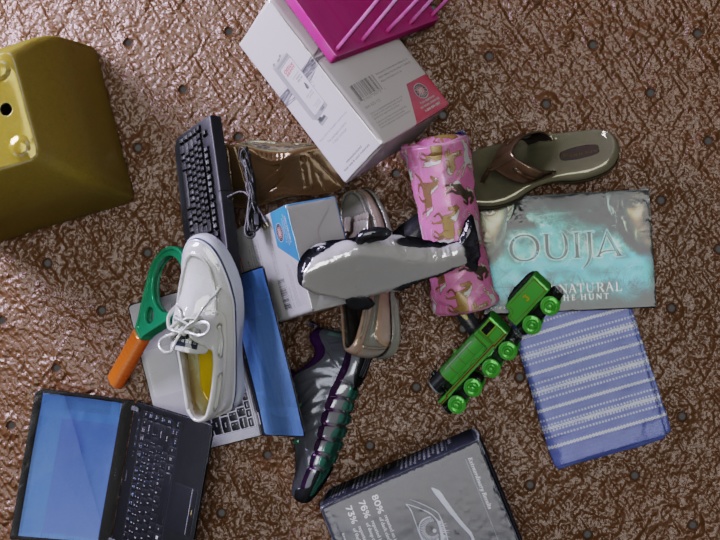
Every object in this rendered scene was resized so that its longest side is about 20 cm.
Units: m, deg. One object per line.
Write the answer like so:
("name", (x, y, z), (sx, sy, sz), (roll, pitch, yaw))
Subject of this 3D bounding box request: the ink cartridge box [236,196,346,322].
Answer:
("ink cartridge box", (-0.087, -0.003, 1.207), (0.066, 0.199, 0.118), (-14, 88, -32))

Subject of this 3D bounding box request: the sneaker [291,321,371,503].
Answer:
("sneaker", (-0.056, 0.163, 1.242), (0.086, 0.074, 0.203), (18, 79, 13))

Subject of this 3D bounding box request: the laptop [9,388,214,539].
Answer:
("laptop", (-0.284, 0.243, 1.223), (0.198, 0.103, 0.180), (10, 91, 33))

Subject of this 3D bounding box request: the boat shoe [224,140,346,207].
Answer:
("boat shoe", (-0.103, -0.115, 1.249), (0.196, 0.063, 0.075), (1, 103, 10))

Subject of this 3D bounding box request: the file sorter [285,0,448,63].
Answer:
("file sorter", (0.020, -0.339, 1.154), (0.140, 0.199, 0.125), (54, 134, 5))

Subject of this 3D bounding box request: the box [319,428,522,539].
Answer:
("box", (0.072, 0.289, 1.209), (0.197, 0.104, 0.150), (-22, 88, 2))

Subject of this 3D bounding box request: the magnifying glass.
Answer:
("magnifying glass", (-0.241, 0.058, 1.227), (0.201, 0.022, 0.080), (-55, 50, 25))

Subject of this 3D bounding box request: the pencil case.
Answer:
("pencil case", (0.099, -0.049, 1.180), (0.082, 0.086, 0.203), (-6, 99, 44))

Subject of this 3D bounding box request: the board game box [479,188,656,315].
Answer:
("board game box", (0.237, -0.021, 1.232), (0.196, 0.028, 0.138), (-3, 85, 7))

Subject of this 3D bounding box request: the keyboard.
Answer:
("keyboard", (-0.158, -0.079, 1.187), (0.126, 0.020, 0.203), (-23, 68, 33))

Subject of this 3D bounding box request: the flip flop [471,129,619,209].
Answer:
("flip flop", (0.194, -0.126, 1.213), (0.197, 0.058, 0.082), (-11, 61, 13))

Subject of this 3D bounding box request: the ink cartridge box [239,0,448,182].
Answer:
("ink cartridge box", (-0.017, -0.221, 1.196), (0.201, 0.146, 0.083), (52, 135, 3))

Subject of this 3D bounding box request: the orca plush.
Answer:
("orca plush", (0.024, -0.027, 1.117), (0.197, 0.106, 0.072), (-19, 45, -6))

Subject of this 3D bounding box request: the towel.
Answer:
("towel", (0.266, 0.117, 1.247), (0.143, 0.024, 0.203), (-17, 86, 4))

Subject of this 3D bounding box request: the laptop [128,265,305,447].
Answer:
("laptop", (-0.167, 0.110, 1.209), (0.197, 0.116, 0.190), (-14, 89, 7))

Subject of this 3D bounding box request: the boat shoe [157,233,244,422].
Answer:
("boat shoe", (-0.176, 0.067, 1.134), (0.074, 0.086, 0.205), (10, 111, 29))

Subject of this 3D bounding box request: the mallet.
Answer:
("mallet", (0.095, 0.034, 1.248), (0.065, 0.041, 0.202), (-31, 92, 1))

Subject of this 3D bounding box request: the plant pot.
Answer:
("plant pot", (-0.390, -0.153, 1.190), (0.192, 0.200, 0.197), (-16, 88, 2))

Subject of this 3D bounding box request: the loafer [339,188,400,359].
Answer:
("loafer", (0.000, 0.000, 1.210), (0.062, 0.072, 0.203), (4, 70, -39))

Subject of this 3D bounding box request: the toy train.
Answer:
("toy train", (0.151, 0.083, 1.216), (0.056, 0.042, 0.200), (42, 108, 2))
